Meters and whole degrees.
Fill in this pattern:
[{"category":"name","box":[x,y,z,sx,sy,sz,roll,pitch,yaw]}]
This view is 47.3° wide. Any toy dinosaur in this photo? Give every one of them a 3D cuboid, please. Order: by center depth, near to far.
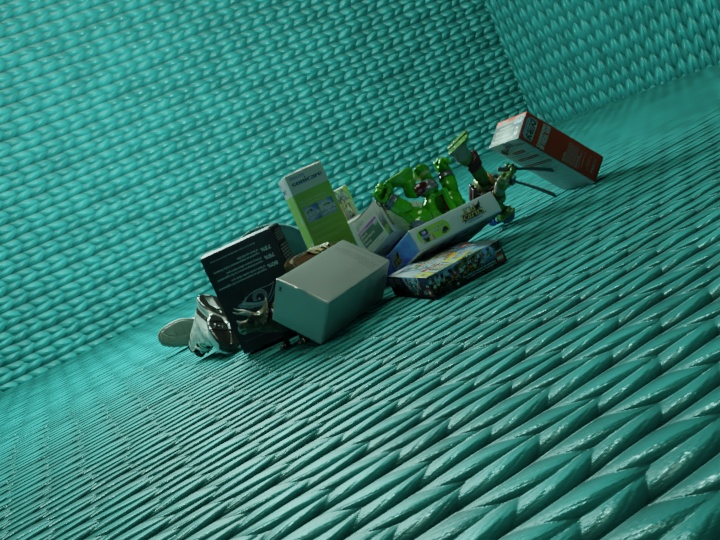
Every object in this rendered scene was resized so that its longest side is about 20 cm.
[{"category":"toy dinosaur","box":[-0.116,0.070,1.430,0.199,0.103,0.077,-31,10,-38]}]

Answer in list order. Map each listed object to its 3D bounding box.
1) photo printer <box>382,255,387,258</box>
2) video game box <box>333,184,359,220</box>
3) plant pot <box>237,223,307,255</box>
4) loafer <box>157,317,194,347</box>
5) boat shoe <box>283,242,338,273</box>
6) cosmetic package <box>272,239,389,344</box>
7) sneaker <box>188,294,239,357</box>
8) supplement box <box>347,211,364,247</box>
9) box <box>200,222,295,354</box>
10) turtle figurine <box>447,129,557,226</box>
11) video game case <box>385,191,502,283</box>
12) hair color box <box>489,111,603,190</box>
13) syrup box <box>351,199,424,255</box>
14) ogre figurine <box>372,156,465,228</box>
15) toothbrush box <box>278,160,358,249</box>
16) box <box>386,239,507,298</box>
[{"category":"photo printer","box":[0.000,0.000,1.680,0.199,0.070,0.166,-22,8,24]},{"category":"video game box","box":[-0.047,-0.085,1.932,0.047,0.201,0.182,-21,7,34]},{"category":"plant pot","box":[-0.196,0.012,1.913,0.199,0.200,0.135,-27,-31,-23]},{"category":"loafer","box":[-0.408,0.147,2.058,0.199,0.072,0.063,-21,-11,-18]},{"category":"boat shoe","box":[-0.070,-0.020,1.512,0.074,0.076,0.200,-51,-13,21]},{"category":"cosmetic package","box":[-0.047,0.031,1.388,0.107,0.085,0.200,25,33,24]},{"category":"sneaker","box":[-0.302,0.144,1.707,0.075,0.116,0.201,5,24,-28]},{"category":"supplement box","box":[0.003,-0.059,1.880,0.073,0.127,0.200,-22,7,33]},{"category":"box","box":[-0.186,0.032,1.547,0.147,0.201,0.104,-22,7,7]},{"category":"turtle figurine","box":[0.274,-0.202,1.616,0.200,0.194,0.144,-34,15,47]},{"category":"video game case","box":[0.142,-0.058,1.511,0.180,0.046,0.200,-25,-9,-20]},{"category":"hair color box","box":[0.376,-0.240,1.668,0.111,0.199,0.064,-6,62,67]},{"category":"syrup box","box":[0.084,-0.083,1.611,0.199,0.082,0.079,-5,-34,-49]},{"category":"ogre figurine","box":[0.123,-0.139,1.547,0.098,0.120,0.199,-42,-14,31]},{"category":"toothbrush box","box":[-0.088,-0.112,1.697,0.086,0.201,0.146,-26,5,-9]},{"category":"box","box":[0.137,-0.003,1.358,0.136,0.038,0.200,-26,7,-14]}]
